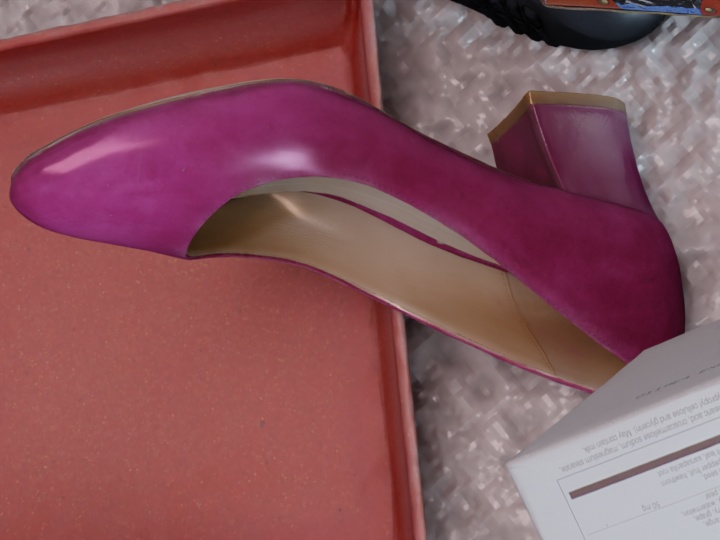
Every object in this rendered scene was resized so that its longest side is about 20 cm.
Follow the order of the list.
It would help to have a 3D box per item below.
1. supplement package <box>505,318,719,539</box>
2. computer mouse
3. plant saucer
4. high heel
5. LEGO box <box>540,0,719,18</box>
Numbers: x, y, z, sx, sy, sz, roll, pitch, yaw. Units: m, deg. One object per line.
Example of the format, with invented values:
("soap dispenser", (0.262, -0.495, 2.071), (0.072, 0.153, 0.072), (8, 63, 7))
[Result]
("supplement package", (0.142, 0.105, 0.688), (0.114, 0.109, 0.200), (-24, 93, 29))
("computer mouse", (0.012, -0.123, 0.859), (0.200, 0.034, 0.059), (24, 91, 24))
("plant saucer", (-0.074, 0.019, 0.869), (0.199, 0.037, 0.201), (-10, 79, 20))
("high heel", (0.000, 0.000, 0.783), (0.067, 0.199, 0.096), (135, 129, -56))
("LEGO box", (0.083, -0.191, 0.724), (0.077, 0.149, 0.200), (6, 69, 26))
